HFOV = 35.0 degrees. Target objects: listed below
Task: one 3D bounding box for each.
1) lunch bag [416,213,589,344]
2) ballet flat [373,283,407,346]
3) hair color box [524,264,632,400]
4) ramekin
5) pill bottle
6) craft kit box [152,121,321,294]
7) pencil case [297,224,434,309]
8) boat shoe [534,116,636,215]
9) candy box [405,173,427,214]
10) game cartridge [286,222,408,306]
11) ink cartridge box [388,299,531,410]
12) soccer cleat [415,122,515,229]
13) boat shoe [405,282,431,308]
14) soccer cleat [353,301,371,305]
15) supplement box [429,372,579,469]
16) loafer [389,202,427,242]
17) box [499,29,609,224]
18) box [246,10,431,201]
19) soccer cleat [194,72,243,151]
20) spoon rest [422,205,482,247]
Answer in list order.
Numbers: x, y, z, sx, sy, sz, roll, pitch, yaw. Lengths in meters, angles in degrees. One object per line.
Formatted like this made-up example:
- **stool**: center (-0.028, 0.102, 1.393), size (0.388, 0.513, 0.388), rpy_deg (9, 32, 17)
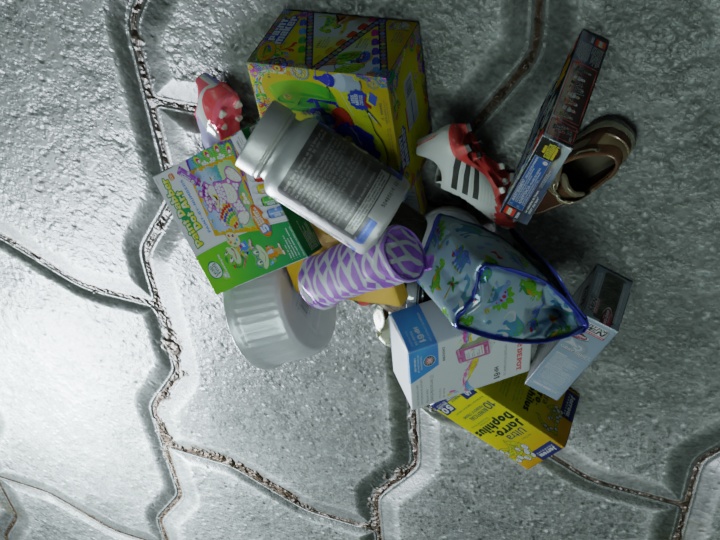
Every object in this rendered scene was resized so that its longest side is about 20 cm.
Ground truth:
- **lunch bag**: center (0.197, 0.018, 1.555), size (0.199, 0.170, 0.128), rpy_deg (17, 110, -26)
- **ballet flat**: center (0.052, 0.079, 1.790), size (0.068, 0.067, 0.200), rpy_deg (36, 161, 31)
- **hair color box**: center (0.315, 0.093, 1.659), size (0.060, 0.099, 0.200), rpy_deg (27, 141, 1)
- **ramekin**: center (-0.120, 0.049, 1.785), size (0.097, 0.201, 0.201), rpy_deg (-12, 128, 27)
- **pill bottle**: center (-0.049, -0.118, 1.423), size (0.199, 0.114, 0.114), rpy_deg (33, 141, -6)
- **craft kit box**: center (-0.178, -0.085, 1.630), size (0.197, 0.048, 0.201), rpy_deg (-21, 101, 41)
- **pencil case**: center (0.000, 0.000, 1.539), size (0.085, 0.084, 0.200), rpy_deg (32, 150, -30)
- **boat shoe**: center (0.267, -0.123, 1.467), size (0.076, 0.072, 0.200), rpy_deg (36, 141, -11)
- **candy box**: center (-0.006, -0.134, 1.646), size (0.199, 0.026, 0.103), rpy_deg (8, 141, 22)
- **game cartridge**: center (-0.038, -0.035, 1.630), size (0.199, 0.032, 0.177), rpy_deg (6, 129, 37)
- **ink cartridge box**: center (0.151, 0.106, 1.695), size (0.199, 0.085, 0.145), rpy_deg (-19, 139, -10)
- **soccer cleat**: center (0.147, -0.122, 1.521), size (0.085, 0.069, 0.200), rpy_deg (-11, 142, 31)
- **boat shoe**: center (0.113, 0.061, 1.744), size (0.056, 0.069, 0.200), rpy_deg (1, 157, 16)
- **soccer cleat**: center (-0.032, -0.017, 1.744), size (0.085, 0.069, 0.200), rpy_deg (7, 145, 27)
- **supplement box**: center (0.232, 0.209, 1.827), size (0.199, 0.110, 0.109), rpy_deg (33, 141, -9)
- **loafer**: center (0.011, -0.091, 1.612), size (0.200, 0.070, 0.075), rpy_deg (36, 143, 12)
- **box**: center (0.227, -0.169, 1.336), size (0.040, 0.201, 0.137), rpy_deg (25, 141, 1)
- **box**: center (-0.021, -0.215, 1.489), size (0.192, 0.122, 0.201), rpy_deg (10, 138, 21)
- **soccer cleat**: center (-0.210, -0.202, 1.669), size (0.077, 0.067, 0.200), rpy_deg (48, 153, 22)
- **spoon rest**: center (0.099, -0.035, 1.670), size (0.099, 0.061, 0.200), rpy_deg (44, 139, -20)
